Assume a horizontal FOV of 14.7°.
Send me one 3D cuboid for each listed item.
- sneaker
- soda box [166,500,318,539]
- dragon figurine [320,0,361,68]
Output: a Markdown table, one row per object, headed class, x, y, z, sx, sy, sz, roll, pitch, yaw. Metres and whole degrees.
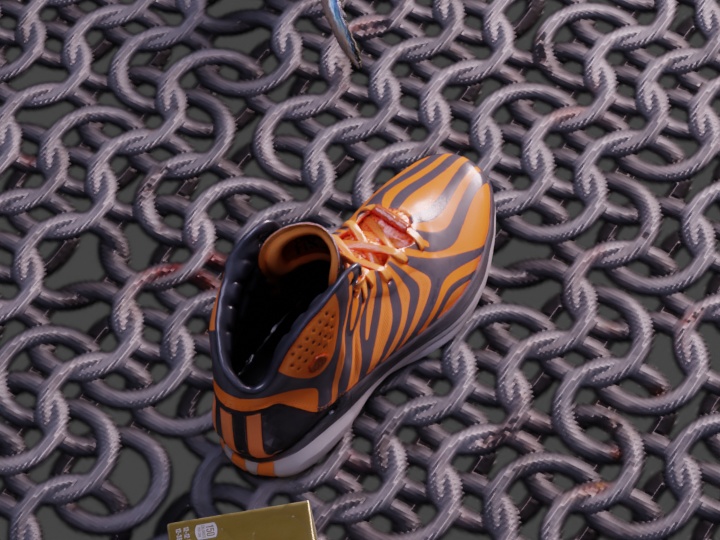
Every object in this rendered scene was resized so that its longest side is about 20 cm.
| class | x | y | z | sx | sy | sz | roll | pitch | yaw |
| --- | --- | --- | --- | --- | --- | --- | --- | --- | --- |
| sneaker | 0.000 | 0.000 | 1.325 | 0.077 | 0.112 | 0.200 | 25 | 61 | 21 |
| soda box | -0.038 | 0.204 | 1.214 | 0.068 | 0.064 | 0.200 | -10 | 55 | -1 |
| dragon figurine | 0.000 | -0.207 | 1.505 | 0.099 | 0.059 | 0.200 | -16 | 54 | -6 |
